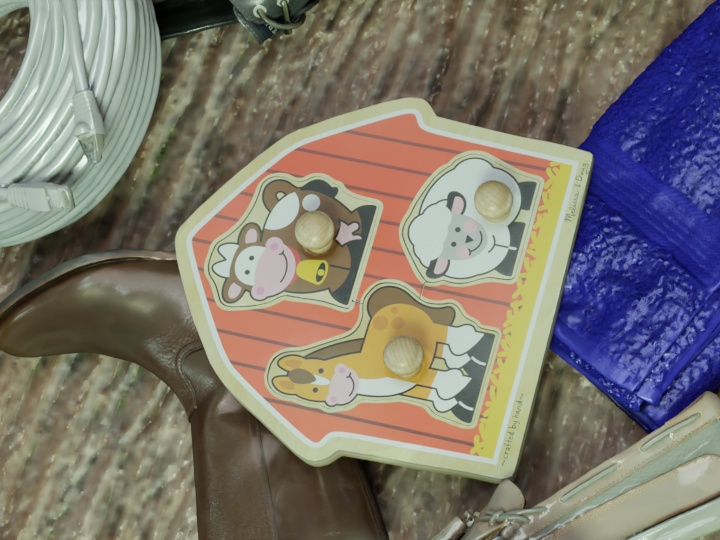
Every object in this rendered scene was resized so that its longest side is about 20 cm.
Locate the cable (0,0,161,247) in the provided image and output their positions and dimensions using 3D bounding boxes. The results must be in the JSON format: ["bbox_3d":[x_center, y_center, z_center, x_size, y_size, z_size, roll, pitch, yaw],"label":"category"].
[{"bbox_3d":[-0.197,-0.112,1.501,0.199,0.069,0.201,-6,74,32],"label":"cable"}]

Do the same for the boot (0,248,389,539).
[{"bbox_3d":[-0.090,0.086,1.421,0.185,0.064,0.201,-17,68,10],"label":"boot"}]

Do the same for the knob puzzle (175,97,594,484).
[{"bbox_3d":[0.000,0.000,1.392,0.218,0.030,0.221,-4,68,9],"label":"knob puzzle"}]

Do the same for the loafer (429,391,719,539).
[{"bbox_3d":[0.092,0.118,1.342,0.199,0.072,0.063,-20,91,-3],"label":"loafer"}]

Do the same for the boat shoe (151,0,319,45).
[{"bbox_3d":[-0.060,-0.153,1.512,0.199,0.070,0.067,-5,73,13],"label":"boat shoe"}]

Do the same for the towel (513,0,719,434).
[{"bbox_3d":[0.164,-0.031,1.407,0.200,0.050,0.148,-46,65,-7],"label":"towel"}]
